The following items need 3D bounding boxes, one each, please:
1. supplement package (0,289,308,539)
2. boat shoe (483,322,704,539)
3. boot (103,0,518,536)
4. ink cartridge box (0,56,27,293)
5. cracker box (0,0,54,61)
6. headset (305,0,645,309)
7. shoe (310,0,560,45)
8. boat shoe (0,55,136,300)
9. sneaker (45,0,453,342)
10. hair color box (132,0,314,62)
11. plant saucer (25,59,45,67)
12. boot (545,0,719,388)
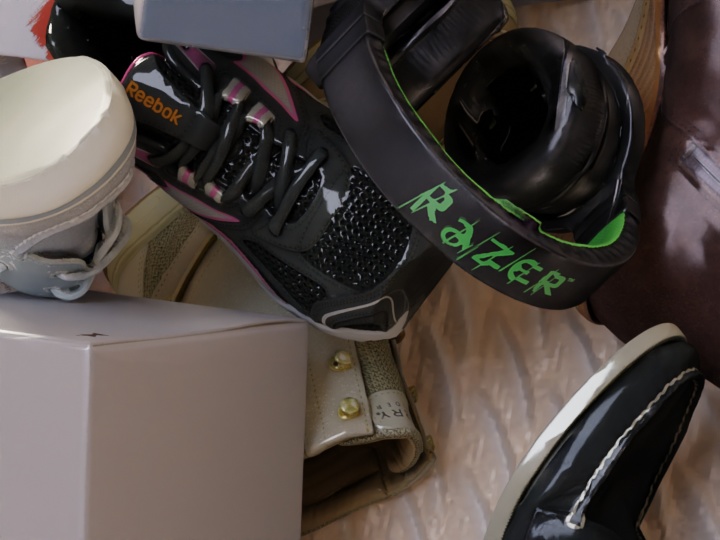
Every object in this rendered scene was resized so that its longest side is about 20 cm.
[{"bbox_3d":[-0.101,0.113,1.061,0.121,0.120,0.200,7,98,38],"label":"supplement package"},{"bbox_3d":[0.070,0.114,1.015,0.066,0.074,0.200,37,97,27],"label":"boat shoe"},{"bbox_3d":[0.000,0.000,1.123,0.200,0.072,0.155,-38,51,20],"label":"boot"},{"bbox_3d":[-0.208,-0.024,1.223,0.176,0.045,0.200,-18,47,-4],"label":"ink cartridge box"},{"bbox_3d":[-0.181,-0.160,1.218,0.200,0.058,0.134,7,100,20],"label":"cracker box"},{"bbox_3d":[0.047,-0.074,1.020,0.094,0.123,0.200,-45,28,25],"label":"headset"},{"bbox_3d":[0.046,-0.150,1.161,0.200,0.071,0.091,-15,66,34],"label":"shoe"},{"bbox_3d":[-0.115,-0.027,1.074,0.070,0.072,0.201,-46,18,-17],"label":"boat shoe"},{"bbox_3d":[-0.049,-0.043,1.076,0.200,0.086,0.080,33,96,40],"label":"sneaker"},{"bbox_3d":[-0.048,-0.144,1.078,0.200,0.061,0.099,-112,30,-74],"label":"hair color box"},{"bbox_3d":[-0.192,-0.088,1.311,0.199,0.037,0.200,-20,54,26],"label":"plant saucer"},{"bbox_3d":[0.159,-0.048,1.047,0.166,0.072,0.200,38,95,33],"label":"boot"}]
